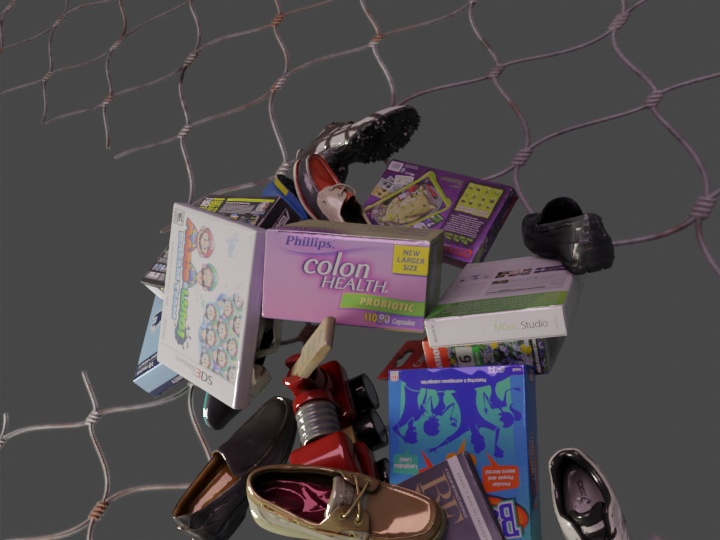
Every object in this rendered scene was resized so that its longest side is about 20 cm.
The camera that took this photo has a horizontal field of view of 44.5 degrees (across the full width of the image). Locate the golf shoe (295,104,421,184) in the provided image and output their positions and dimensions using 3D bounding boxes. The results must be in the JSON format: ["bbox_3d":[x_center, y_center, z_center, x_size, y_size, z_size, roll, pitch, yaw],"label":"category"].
[{"bbox_3d":[-0.012,-0.192,1.266,0.199,0.078,0.095,-30,48,6],"label":"golf shoe"}]

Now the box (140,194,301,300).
[{"bbox_3d":[-0.186,-0.026,1.151,0.200,0.044,0.161,7,57,52],"label":"box"}]

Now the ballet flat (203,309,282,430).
[{"bbox_3d":[-0.141,0.111,1.132,0.073,0.073,0.201,-1,55,29],"label":"ballet flat"}]

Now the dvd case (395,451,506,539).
[{"bbox_3d":[0.051,0.290,0.874,0.200,0.016,0.149,-31,68,20],"label":"dvd case"}]

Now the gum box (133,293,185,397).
[{"bbox_3d":[-0.214,0.051,1.179,0.170,0.045,0.200,-31,34,23],"label":"gum box"}]

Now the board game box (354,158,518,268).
[{"bbox_3d":[0.094,-0.076,1.156,0.199,0.032,0.120,19,66,38],"label":"board game box"}]

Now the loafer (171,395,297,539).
[{"bbox_3d":[-0.144,0.231,1.044,0.073,0.072,0.200,18,67,38],"label":"loafer"}]

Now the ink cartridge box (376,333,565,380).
[{"bbox_3d":[0.121,0.076,0.983,0.199,0.051,0.109,-6,18,26],"label":"ink cartridge box"}]

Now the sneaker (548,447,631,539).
[{"bbox_3d":[0.218,0.258,0.810,0.075,0.088,0.201,-26,50,8],"label":"sneaker"}]

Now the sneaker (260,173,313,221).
[{"bbox_3d":[-0.086,-0.051,1.224,0.079,0.066,0.200,-51,49,14],"label":"sneaker"}]

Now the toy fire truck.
[{"bbox_3d":[-0.034,0.156,0.948,0.128,0.200,0.177,-25,49,12],"label":"toy fire truck"}]

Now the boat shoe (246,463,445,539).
[{"bbox_3d":[-0.019,0.229,0.850,0.199,0.067,0.074,2,53,13],"label":"boat shoe"}]

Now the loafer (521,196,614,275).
[{"bbox_3d":[0.227,-0.049,0.981,0.068,0.071,0.201,-11,13,-5],"label":"loafer"}]

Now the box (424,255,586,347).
[{"bbox_3d":[0.164,0.028,0.956,0.144,0.037,0.200,-7,13,22],"label":"box"}]

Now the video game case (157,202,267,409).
[{"bbox_3d":[-0.174,0.034,1.010,0.182,0.024,0.201,19,104,48],"label":"video game case"}]

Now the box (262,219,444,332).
[{"bbox_3d":[0.000,0.000,1.002,0.175,0.200,0.097,5,96,9],"label":"box"}]

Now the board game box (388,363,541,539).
[{"bbox_3d":[0.105,0.199,0.898,0.151,0.045,0.201,-6,78,26],"label":"board game box"}]

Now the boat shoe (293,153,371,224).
[{"bbox_3d":[-0.023,-0.075,1.152,0.063,0.071,0.201,-43,66,43],"label":"boat shoe"}]
